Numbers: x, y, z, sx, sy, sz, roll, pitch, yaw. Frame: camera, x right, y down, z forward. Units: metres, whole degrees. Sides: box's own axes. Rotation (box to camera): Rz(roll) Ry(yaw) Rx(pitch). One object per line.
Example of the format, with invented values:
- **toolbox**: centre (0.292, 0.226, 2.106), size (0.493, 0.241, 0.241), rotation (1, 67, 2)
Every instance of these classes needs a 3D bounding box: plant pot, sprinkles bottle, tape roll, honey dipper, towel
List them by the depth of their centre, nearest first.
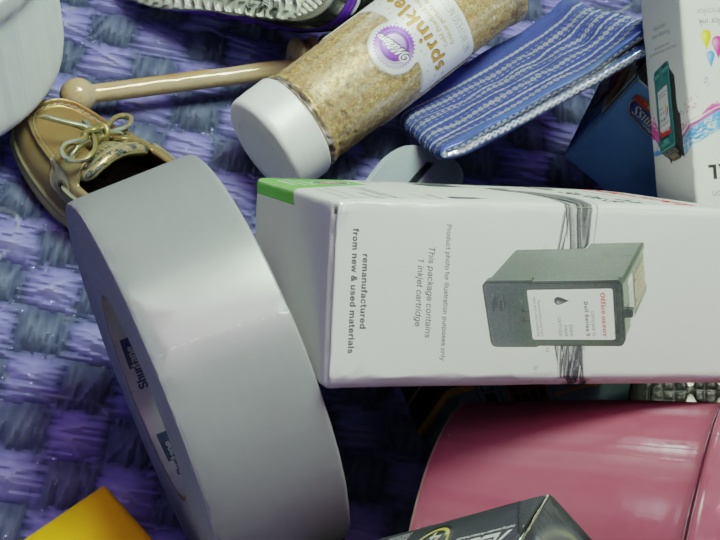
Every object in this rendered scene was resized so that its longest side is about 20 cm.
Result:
- **plant pot**: centre (0.121, 0.144, 0.759), size (0.177, 0.201, 0.201), rotation (11, 48, 18)
- **tape roll**: centre (-0.076, 0.049, 0.767), size (0.066, 0.201, 0.201), rotation (-22, 58, -13)
- **towel**: centre (0.093, -0.117, 0.949), size (0.144, 0.200, 0.024), rotation (-30, 103, 1)
- **sprinkles bottle**: centre (0.013, -0.131, 0.994), size (0.200, 0.068, 0.068), rotation (-39, 67, -19)
- **honey dipper**: centre (-0.093, -0.121, 1.015), size (0.198, 0.038, 0.038), rotation (-11, 55, -17)

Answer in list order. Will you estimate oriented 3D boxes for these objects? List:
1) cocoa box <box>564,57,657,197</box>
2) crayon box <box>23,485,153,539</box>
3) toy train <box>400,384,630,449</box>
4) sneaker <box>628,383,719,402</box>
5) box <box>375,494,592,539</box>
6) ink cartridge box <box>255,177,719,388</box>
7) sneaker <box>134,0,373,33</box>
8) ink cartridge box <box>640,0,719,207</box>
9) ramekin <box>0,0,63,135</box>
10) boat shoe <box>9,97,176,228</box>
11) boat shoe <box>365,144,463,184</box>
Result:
- **cocoa box**: centre (0.246, -0.078, 0.946), size (0.199, 0.131, 0.134), rotation (38, 41, -5)
- **crayon box**: centre (-0.142, 0.220, 0.712), size (0.199, 0.059, 0.172), rotation (-33, 63, -32)
- **toy train**: centre (0.108, 0.042, 0.901), size (0.198, 0.085, 0.115), rotation (-12, 68, -24)
- **sneaker**: centre (0.232, 0.089, 0.885), size (0.198, 0.089, 0.078), rotation (10, 74, -16)
- **box**: centre (0.058, 0.179, 0.664), size (0.162, 0.199, 0.049), rotation (50, 53, -10)
- **ink cartridge box**: centre (0.060, 0.003, 0.765), size (0.198, 0.085, 0.145), rotation (1, 7, -18)
- **sneaker**: centre (-0.077, -0.193, 1.058), size (0.199, 0.070, 0.099), rotation (20, 6, 30)
- **ink cartridge box**: centre (0.213, -0.068, 0.819), size (0.115, 0.067, 0.202), rotation (-5, 90, -7)
- **ramekin**: centre (-0.269, -0.151, 0.934), size (0.198, 0.098, 0.202), rotation (-2, 45, 2)
- **boat shoe**: centre (-0.126, -0.045, 0.925), size (0.200, 0.063, 0.073), rotation (38, 54, 19)
- **boat shoe**: centre (0.000, 0.000, 0.901), size (0.072, 0.062, 0.200), rotation (26, 42, 21)
